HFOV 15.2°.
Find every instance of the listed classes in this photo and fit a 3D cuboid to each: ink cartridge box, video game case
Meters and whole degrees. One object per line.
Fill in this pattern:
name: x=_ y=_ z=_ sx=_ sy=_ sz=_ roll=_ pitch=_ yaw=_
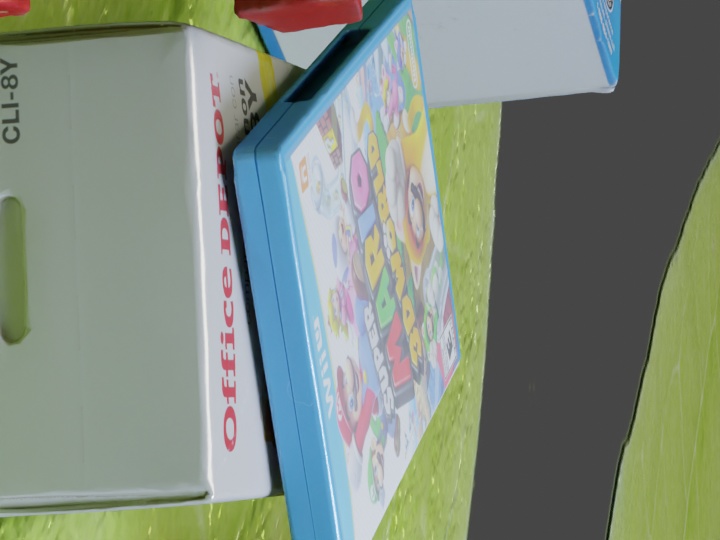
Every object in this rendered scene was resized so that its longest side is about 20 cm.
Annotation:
ink cartridge box: x=-0.058 y=0.005 z=0.880 sx=0.200 sy=0.083 sz=0.146 roll=9 pitch=77 yaw=-74
video game case: x=0.000 y=0.000 z=0.901 sx=0.200 sy=0.018 sz=0.144 roll=-57 pitch=141 yaw=-67
ink cartridge box: x=0.030 y=-0.192 z=1.146 sx=0.147 sy=0.144 sz=0.200 roll=65 pitch=25 yaw=-51

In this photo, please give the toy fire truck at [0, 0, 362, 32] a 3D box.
toy fire truck: x=-0.087 y=-0.093 z=0.701 sx=0.200 sy=0.141 sz=0.049 roll=8 pitch=77 yaw=-74
